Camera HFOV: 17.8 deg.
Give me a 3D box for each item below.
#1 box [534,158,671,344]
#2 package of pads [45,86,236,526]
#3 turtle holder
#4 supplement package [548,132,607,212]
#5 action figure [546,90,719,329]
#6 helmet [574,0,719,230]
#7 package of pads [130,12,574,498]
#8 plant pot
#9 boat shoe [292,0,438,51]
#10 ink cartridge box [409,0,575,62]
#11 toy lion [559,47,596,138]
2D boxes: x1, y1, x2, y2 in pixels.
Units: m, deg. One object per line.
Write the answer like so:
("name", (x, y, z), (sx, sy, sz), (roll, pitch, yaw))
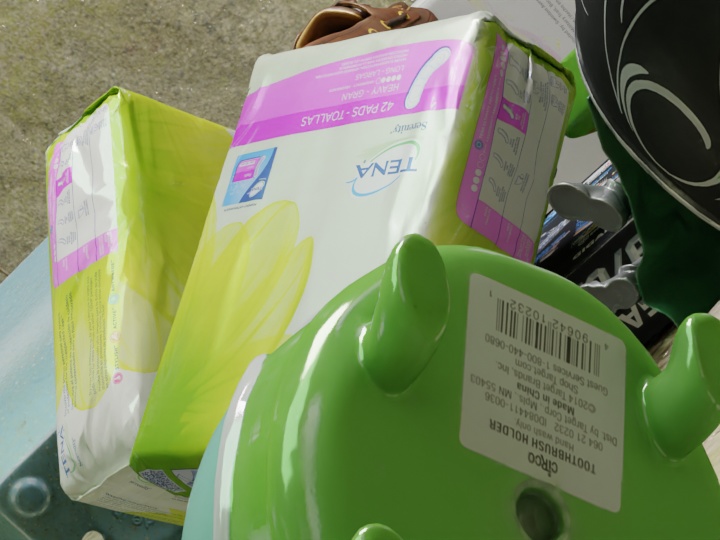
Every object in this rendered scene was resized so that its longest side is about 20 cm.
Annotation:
("box", (0.073, 0.027, 1.008), (0.200, 0.046, 0.159), (-43, 6, 18))
("package of pads", (-0.074, 0.024, 1.091), (0.068, 0.154, 0.202), (-32, 54, 38))
("turtle holder", (0.024, 0.094, 0.572), (0.140, 0.187, 0.132), (-7, -20, -40))
("supplement package", (0.036, -0.024, 1.257), (0.200, 0.117, 0.117), (-45, 6, -3))
("action figure", (0.144, -0.052, 0.878), (0.054, 0.119, 0.200), (7, 31, 39))
("helmet", (0.171, -0.116, 0.739), (0.200, 0.199, 0.191), (-49, -9, -40))
("package of pads", (0.000, 0.000, 0.940), (0.154, 0.068, 0.202), (-5, 63, 47))
("plant pot", (-0.130, 0.097, 1.276), (0.196, 0.196, 0.200), (-44, 16, 1))
("boat shoe", (0.002, -0.117, 1.232), (0.072, 0.068, 0.200), (-41, 8, 18))
("ink cartridge box", (0.121, -0.141, 1.349), (0.200, 0.145, 0.088), (-39, 7, 42))
("toy lion", (0.165, -0.114, 1.115), (0.199, 0.069, 0.192), (-26, -8, -30))
